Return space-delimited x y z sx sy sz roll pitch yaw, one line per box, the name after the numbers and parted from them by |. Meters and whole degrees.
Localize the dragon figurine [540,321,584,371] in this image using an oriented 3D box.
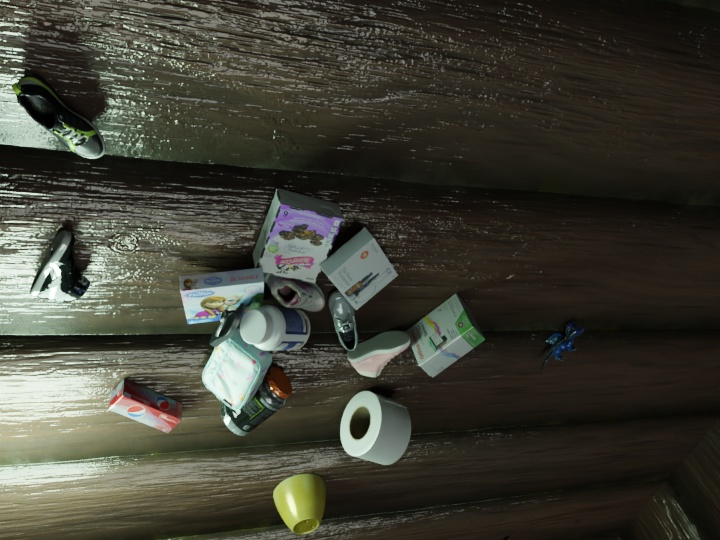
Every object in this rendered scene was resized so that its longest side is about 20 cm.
0.665 0.250 1.998 0.198 0.059 0.100 -36 130 10 | dragon figurine

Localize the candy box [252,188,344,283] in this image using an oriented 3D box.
-0.154 -0.080 1.444 0.164 0.072 0.203 10 124 -26 | candy box

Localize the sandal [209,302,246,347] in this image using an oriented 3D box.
-0.344 0.140 1.493 0.042 0.077 0.200 30 138 -20 | sandal

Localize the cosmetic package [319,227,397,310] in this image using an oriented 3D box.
0.000 0.000 1.530 0.150 0.052 0.200 -41 145 -2 | cosmetic package

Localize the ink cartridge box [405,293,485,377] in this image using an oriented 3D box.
0.246 0.192 1.750 0.199 0.146 0.084 -38 129 14 | ink cartridge box

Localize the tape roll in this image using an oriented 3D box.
0.047 0.503 1.897 0.137 0.205 0.203 25 117 -34 | tape roll

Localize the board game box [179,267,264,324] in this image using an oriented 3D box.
-0.338 0.066 1.469 0.195 0.042 0.201 -7 154 -13 | board game box

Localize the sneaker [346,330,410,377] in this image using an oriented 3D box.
0.065 0.254 1.785 0.196 0.076 0.106 -20 127 8 | sneaker

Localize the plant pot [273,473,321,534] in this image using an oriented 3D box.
-0.207 0.851 2.130 0.195 0.143 0.204 -9 130 -11 | plant pot

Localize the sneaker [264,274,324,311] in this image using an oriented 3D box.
-0.170 0.065 1.545 0.198 0.089 0.081 29 115 -35 | sneaker

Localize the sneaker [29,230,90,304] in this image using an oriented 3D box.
-0.656 -0.003 1.343 0.110 0.074 0.200 23 126 -36 | sneaker

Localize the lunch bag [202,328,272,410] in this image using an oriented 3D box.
-0.343 0.270 1.618 0.159 0.077 0.202 35 115 8 | lunch bag

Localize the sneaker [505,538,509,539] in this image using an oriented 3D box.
0.683 1.394 2.925 0.093 0.080 0.203 10 124 -11 | sneaker

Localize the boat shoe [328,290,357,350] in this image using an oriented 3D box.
-0.041 0.144 1.663 0.068 0.072 0.204 -17 131 -4 | boat shoe

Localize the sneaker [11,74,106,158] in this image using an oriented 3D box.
-0.578 -0.277 1.133 0.071 0.084 0.200 -34 130 11 | sneaker

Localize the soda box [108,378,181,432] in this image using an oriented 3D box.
-0.601 0.383 1.671 0.070 0.064 0.199 -41 128 16 | soda box

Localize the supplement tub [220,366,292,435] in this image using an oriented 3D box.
-0.301 0.376 1.728 0.199 0.124 0.122 -38 130 14 | supplement tub

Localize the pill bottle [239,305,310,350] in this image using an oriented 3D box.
-0.220 0.148 1.527 0.110 0.112 0.199 -40 159 15 | pill bottle
